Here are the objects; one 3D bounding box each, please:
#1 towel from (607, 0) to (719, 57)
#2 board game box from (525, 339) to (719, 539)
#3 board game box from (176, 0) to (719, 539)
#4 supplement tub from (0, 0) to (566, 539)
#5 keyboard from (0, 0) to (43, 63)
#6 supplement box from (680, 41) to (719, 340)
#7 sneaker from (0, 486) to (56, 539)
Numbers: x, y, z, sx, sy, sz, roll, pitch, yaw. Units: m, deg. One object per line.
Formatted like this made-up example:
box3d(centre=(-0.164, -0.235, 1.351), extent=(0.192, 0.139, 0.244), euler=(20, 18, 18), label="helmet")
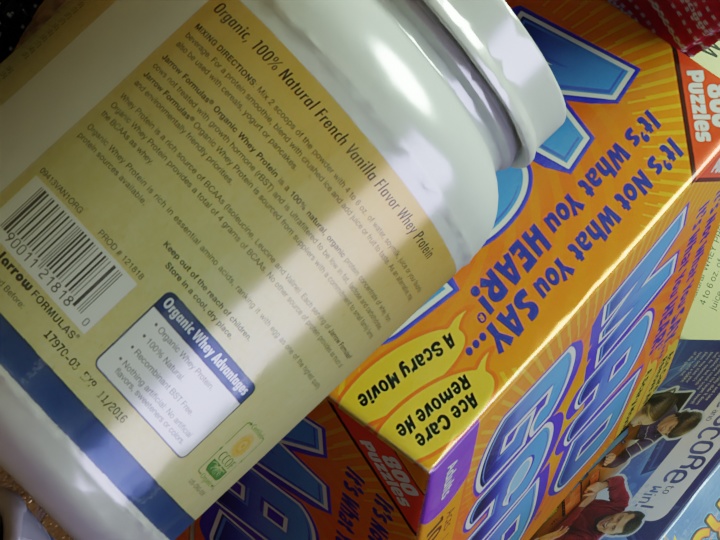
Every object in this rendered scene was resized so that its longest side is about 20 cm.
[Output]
box3d(centre=(0.080, -0.130, 0.936), extent=(0.023, 0.145, 0.200), euler=(-50, -172, -21), label="towel")
box3d(centre=(0.095, 0.105, 1.064), extent=(0.200, 0.035, 0.135), euler=(-46, -155, -28), label="board game box")
box3d(centre=(0.000, 0.000, 0.992), extent=(0.200, 0.199, 0.200), euler=(-45, 161, -27), label="board game box")
box3d(centre=(-0.048, -0.024, 0.797), extent=(0.200, 0.144, 0.144), euler=(-43, 162, -6), label="supplement tub")
box3d(centre=(-0.132, -0.081, 0.746), extent=(0.104, 0.040, 0.200), euler=(-54, 163, -2), label="keyboard")
box3d(centre=(0.183, -0.050, 1.221), extent=(0.134, 0.199, 0.201), euler=(159, -45, -82), label="supplement box")
box3d(centre=(-0.194, 0.165, 1.034), extent=(0.201, 0.075, 0.087), euler=(-55, 158, -25), label="sneaker")
